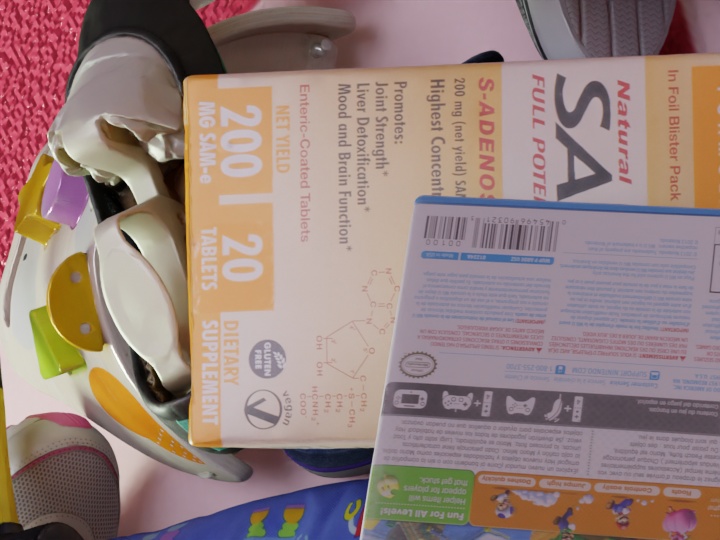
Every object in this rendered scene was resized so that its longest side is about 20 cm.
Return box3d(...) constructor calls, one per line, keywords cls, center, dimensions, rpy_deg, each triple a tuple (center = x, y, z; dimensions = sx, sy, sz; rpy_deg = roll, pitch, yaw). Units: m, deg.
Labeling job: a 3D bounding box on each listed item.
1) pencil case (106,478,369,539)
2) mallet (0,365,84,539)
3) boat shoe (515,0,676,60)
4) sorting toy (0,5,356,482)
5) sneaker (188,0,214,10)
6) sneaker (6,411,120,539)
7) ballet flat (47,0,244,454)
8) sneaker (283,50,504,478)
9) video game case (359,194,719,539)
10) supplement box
box3d(cls="pencil case", center=(-0.028, 0.132, 1.091), dimensions=(0.200, 0.078, 0.087), rpy_deg=(-16, 48, 39))
box3d(cls="mallet", center=(-0.145, 0.054, 1.139), dimensions=(0.066, 0.041, 0.200), rpy_deg=(-16, 67, 29))
box3d(cls="boat shoe", center=(0.072, -0.147, 1.085), dimensions=(0.071, 0.072, 0.200), rpy_deg=(-33, 49, 40))
box3d(cls="sorting toy", center=(-0.104, -0.019, 1.189), dimensions=(0.180, 0.107, 0.200), rpy_deg=(-8, 67, 61))
box3d(cls="sneaker", center=(-0.057, -0.174, 1.200), dimensions=(0.200, 0.090, 0.067), rpy_deg=(-112, 15, -55))
box3d(cls="sneaker", center=(-0.133, 0.161, 1.174), dimensions=(0.088, 0.081, 0.200), rpy_deg=(19, 101, 51))
box3d(cls="ballet flat", center=(-0.075, -0.029, 1.038), dimensions=(0.068, 0.068, 0.200), rpy_deg=(-29, 69, 26))
box3d(cls="sneaker", center=(0.000, 0.000, 1.052), dimensions=(0.200, 0.146, 0.081), rpy_deg=(-41, 56, 27))
box3d(cls="video game case", center=(0.072, 0.072, 0.829), dimensions=(0.143, 0.018, 0.200), rpy_deg=(3, 65, 13))
box3d(cls="supplement box", center=(0.045, -0.004, 0.926), dimensions=(0.200, 0.074, 0.126), rpy_deg=(-2, 85, 11))
